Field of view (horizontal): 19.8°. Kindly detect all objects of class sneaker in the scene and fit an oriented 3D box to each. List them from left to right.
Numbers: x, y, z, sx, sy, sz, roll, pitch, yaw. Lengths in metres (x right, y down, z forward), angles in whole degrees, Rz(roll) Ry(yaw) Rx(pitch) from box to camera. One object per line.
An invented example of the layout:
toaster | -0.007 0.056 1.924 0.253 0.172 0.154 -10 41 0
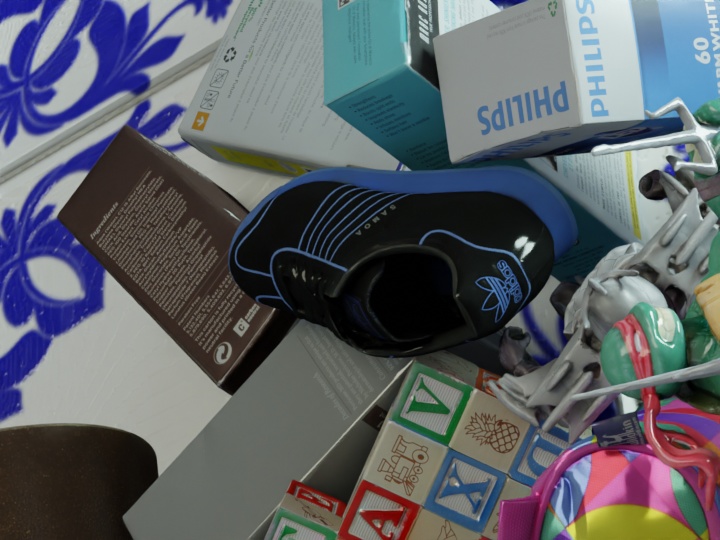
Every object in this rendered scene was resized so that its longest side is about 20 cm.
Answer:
sneaker | 0.000 0.000 0.916 0.199 0.070 0.078 -8 30 46

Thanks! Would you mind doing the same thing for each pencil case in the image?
pencil case | 0.121 0.091 0.831 0.088 0.200 0.089 1 92 20

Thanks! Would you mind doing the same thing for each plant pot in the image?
plant pot | -0.175 0.208 1.065 0.186 0.187 0.201 -29 63 26

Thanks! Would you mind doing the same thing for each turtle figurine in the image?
turtle figurine | 0.155 0.004 0.732 0.199 0.101 0.150 -14 47 -6

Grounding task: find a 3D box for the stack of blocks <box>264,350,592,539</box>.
stack of blocks | 0.012 0.137 0.929 0.059 0.115 0.201 -59 -7 -81

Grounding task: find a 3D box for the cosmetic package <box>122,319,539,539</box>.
cosmetic package | -0.009 0.095 1.017 0.200 0.107 0.090 -51 42 8

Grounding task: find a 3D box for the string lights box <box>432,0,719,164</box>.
string lights box | 0.144 -0.087 0.901 0.103 0.199 0.059 -12 85 60

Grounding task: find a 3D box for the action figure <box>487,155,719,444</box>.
action figure | 0.113 0.014 0.887 0.130 0.200 0.069 -42 81 8

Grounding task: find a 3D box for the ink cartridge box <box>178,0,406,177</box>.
ink cartridge box | 0.006 -0.144 1.192 0.199 0.047 0.198 16 76 44

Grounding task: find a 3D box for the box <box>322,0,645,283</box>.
box | 0.062 -0.072 0.981 0.049 0.200 0.083 -24 51 31

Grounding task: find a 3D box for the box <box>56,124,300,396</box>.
box | -0.073 0.007 1.132 0.075 0.100 0.200 -54 44 2
